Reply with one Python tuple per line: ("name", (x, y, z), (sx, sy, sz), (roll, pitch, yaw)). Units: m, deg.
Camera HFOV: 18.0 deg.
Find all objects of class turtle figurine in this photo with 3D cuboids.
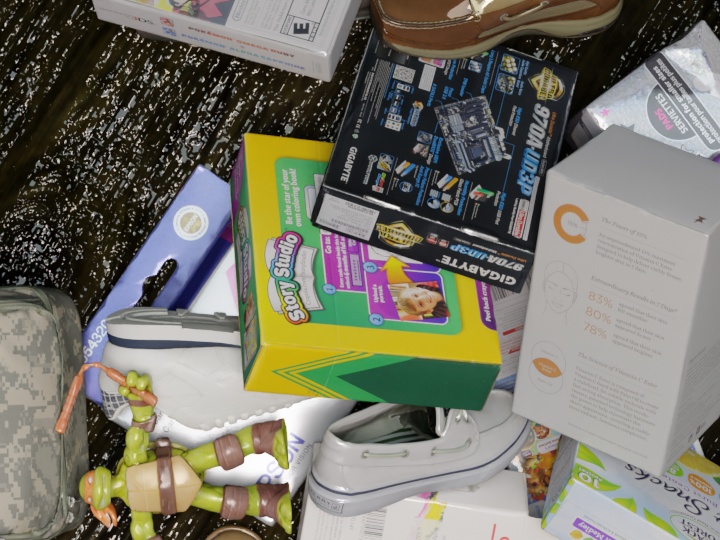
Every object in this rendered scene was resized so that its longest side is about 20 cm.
("turtle figurine", (-0.130, 0.159, 1.605), (0.161, 0.064, 0.200), (-3, 96, -3))

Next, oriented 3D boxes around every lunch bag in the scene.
("lunch bag", (-0.276, 0.108, 1.594), (0.139, 0.168, 0.200), (-2, 89, 12))

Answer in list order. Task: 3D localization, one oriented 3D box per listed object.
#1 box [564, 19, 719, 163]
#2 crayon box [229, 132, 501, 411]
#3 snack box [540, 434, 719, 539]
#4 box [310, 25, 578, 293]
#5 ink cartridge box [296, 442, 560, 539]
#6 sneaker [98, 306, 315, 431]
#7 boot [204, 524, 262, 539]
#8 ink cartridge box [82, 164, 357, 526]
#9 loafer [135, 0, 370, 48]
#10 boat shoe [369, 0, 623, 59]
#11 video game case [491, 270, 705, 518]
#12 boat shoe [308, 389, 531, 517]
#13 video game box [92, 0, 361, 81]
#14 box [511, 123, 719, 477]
("box", (0.253, -0.063, 1.659), (0.115, 0.132, 0.200), (-37, 90, -5))
("crayon box", (0.000, 0.000, 1.612), (0.172, 0.058, 0.200), (5, 48, -13))
("snack box", (0.232, 0.183, 1.624), (0.200, 0.142, 0.053), (30, 116, -2))
("box", (0.063, -0.091, 1.638), (0.159, 0.046, 0.200), (18, 48, -2))
("ink cartridge box", (0.054, 0.203, 1.650), (0.200, 0.068, 0.117), (9, 114, -3))
("sneaker", (-0.088, 0.076, 1.632), (0.200, 0.076, 0.081), (6, 100, 3))
("boot", (-0.091, 0.273, 1.591), (0.066, 0.200, 0.175), (6, 88, -5))
("ink cartridge box", (-0.093, 0.054, 1.681), (0.200, 0.043, 0.196), (34, 87, -3))
("loafer", (-0.071, -0.193, 1.683), (0.200, 0.063, 0.072), (-12, 52, -1))
("boat shoe", (0.104, -0.211, 1.664), (0.200, 0.074, 0.076), (-12, 59, -19))
("video game case", (0.161, 0.079, 1.705), (0.143, 0.018, 0.200), (-20, 89, -4))
("boat shoe", (0.051, 0.116, 1.607), (0.074, 0.200, 0.067), (35, 130, 33))
("video game box", (-0.076, -0.249, 1.646), (0.182, 0.047, 0.200), (17, 67, 8))
("box", (0.192, 0.020, 1.576), (0.124, 0.097, 0.200), (24, 126, 26))
